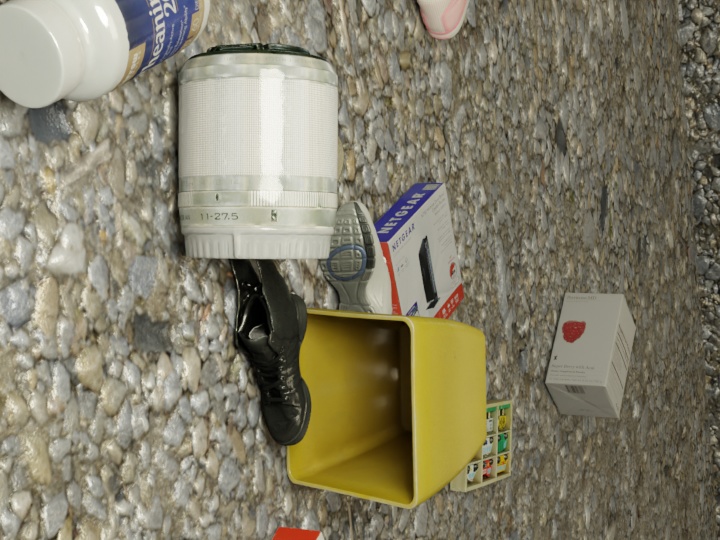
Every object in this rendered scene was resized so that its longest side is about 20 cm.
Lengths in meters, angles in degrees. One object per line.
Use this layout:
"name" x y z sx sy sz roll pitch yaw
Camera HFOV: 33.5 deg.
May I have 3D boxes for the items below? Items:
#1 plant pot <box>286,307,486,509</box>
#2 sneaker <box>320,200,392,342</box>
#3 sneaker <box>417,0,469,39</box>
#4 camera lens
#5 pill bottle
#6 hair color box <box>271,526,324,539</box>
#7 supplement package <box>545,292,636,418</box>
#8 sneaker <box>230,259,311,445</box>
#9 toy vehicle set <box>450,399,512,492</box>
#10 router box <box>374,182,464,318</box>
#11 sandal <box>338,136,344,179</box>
"plant pot" 0.042 0.142 1.377 0.175 0.198 0.204 -5 96 -47
"sneaker" 0.000 0.000 1.483 0.087 0.073 0.203 -59 149 -52
"sneaker" 0.124 -0.439 1.687 0.105 0.074 0.204 45 56 -60
"camera lens" -0.100 -0.114 1.177 0.159 0.157 0.204 -3 93 -62
"pill bottle" -0.219 -0.208 0.997 0.200 0.109 0.113 -47 131 -52
"hair color box" -0.066 0.407 1.365 0.111 0.063 0.203 -54 135 -49
"supplement package" 0.435 0.158 2.257 0.120 0.119 0.202 56 43 -46
"sneaker" -0.101 0.086 1.296 0.104 0.059 0.204 18 70 -62
"toy vehicle set" 0.194 0.273 1.896 0.199 0.026 0.127 3 88 -63
"router box" 0.072 0.002 1.630 0.200 0.048 0.182 -47 131 -52
"sandal" -0.059 -0.093 1.369 0.200 0.053 0.082 -51 134 -50
